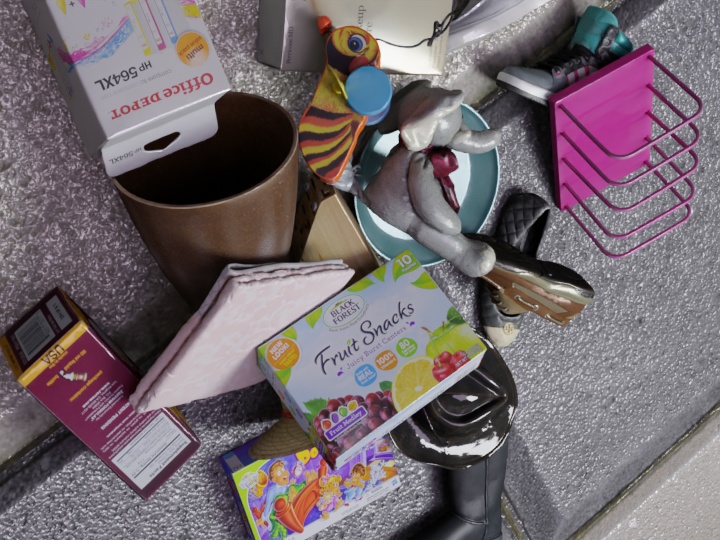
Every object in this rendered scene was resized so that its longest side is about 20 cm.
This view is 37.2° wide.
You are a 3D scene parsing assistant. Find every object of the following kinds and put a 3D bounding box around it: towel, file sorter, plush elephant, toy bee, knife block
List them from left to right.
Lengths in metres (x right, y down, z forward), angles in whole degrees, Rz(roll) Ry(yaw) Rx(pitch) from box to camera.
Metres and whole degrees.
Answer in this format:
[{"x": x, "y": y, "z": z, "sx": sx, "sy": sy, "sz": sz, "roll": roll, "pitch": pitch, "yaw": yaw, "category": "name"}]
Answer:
[{"x": -0.118, "y": 0.062, "z": 1.081, "sx": 0.192, "sy": 0.032, "sz": 0.199, "roll": -51, "pitch": 157, "yaw": 25, "category": "towel"}, {"x": -0.012, "y": -0.193, "z": 1.062, "sx": 0.108, "sy": 0.131, "sz": 0.201, "roll": 35, "pitch": 67, "yaw": 2, "category": "toy bee"}, {"x": 0.000, "y": 0.000, "z": 1.207, "sx": 0.173, "sy": 0.064, "sz": 0.202, "roll": 9, "pitch": 119, "yaw": -21, "category": "knife block"}, {"x": 0.075, "y": -0.121, "z": 1.131, "sx": 0.198, "sy": 0.165, "sz": 0.156, "roll": 27, "pitch": 106, "yaw": -21, "category": "plush elephant"}, {"x": 0.321, "y": -0.132, "z": 1.277, "sx": 0.138, "sy": 0.126, "sz": 0.201, "roll": -29, "pitch": 143, "yaw": -8, "category": "file sorter"}]

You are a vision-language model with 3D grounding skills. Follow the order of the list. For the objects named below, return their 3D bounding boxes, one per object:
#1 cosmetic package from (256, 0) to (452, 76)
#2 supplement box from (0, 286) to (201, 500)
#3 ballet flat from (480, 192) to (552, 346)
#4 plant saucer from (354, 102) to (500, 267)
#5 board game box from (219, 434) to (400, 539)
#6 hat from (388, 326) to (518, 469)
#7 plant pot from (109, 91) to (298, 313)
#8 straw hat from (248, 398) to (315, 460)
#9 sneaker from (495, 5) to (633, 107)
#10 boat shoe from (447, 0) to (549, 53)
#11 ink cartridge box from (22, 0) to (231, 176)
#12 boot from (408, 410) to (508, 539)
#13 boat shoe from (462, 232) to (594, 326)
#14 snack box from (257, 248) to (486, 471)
[{"x": -0.006, "y": -0.264, "z": 1.136, "sx": 0.197, "sy": 0.073, "sz": 0.105, "roll": -5, "pitch": 111, "yaw": -28, "category": "cosmetic package"}, {"x": -0.267, "y": 0.127, "z": 1.105, "sx": 0.086, "sy": 0.110, "sz": 0.201, "roll": -43, "pitch": 122, "yaw": -8, "category": "supplement box"}, {"x": 0.194, "y": 0.002, "z": 1.347, "sx": 0.065, "sy": 0.057, "sz": 0.203, "roll": 1, "pitch": 107, "yaw": -28, "category": "ballet flat"}, {"x": 0.073, "y": -0.105, "z": 1.256, "sx": 0.197, "sy": 0.036, "sz": 0.203, "roll": -9, "pitch": 111, "yaw": -25, "category": "plant saucer"}, {"x": -0.058, "y": 0.244, "z": 1.300, "sx": 0.198, "sy": 0.045, "sz": 0.136, "roll": -26, "pitch": 117, "yaw": -19, "category": "board game box"}, {"x": 0.124, "y": 0.150, "z": 1.311, "sx": 0.197, "sy": 0.081, "sz": 0.204, "roll": 5, "pitch": 78, "yaw": -24, "category": "hat"}, {"x": -0.142, "y": -0.044, "z": 1.089, "sx": 0.185, "sy": 0.187, "sz": 0.202, "roll": -24, "pitch": 134, "yaw": -19, "category": "plant pot"}, {"x": -0.053, "y": 0.129, "z": 1.200, "sx": 0.199, "sy": 0.201, "sz": 0.086, "roll": -23, "pitch": 96, "yaw": -20, "category": "straw hat"}, {"x": 0.254, "y": -0.255, "z": 1.273, "sx": 0.198, "sy": 0.083, "sz": 0.123, "roll": 1, "pitch": 112, "yaw": -37, "category": "sneaker"}, {"x": 0.159, "y": -0.314, "z": 1.216, "sx": 0.198, "sy": 0.072, "sz": 0.069, "roll": -31, "pitch": 98, "yaw": -8, "category": "boat shoe"}, {"x": -0.212, "y": -0.202, "z": 0.978, "sx": 0.127, "sy": 0.125, "sz": 0.203, "roll": -26, "pitch": 97, "yaw": -19, "category": "ink cartridge box"}, {"x": 0.122, "y": 0.280, "z": 1.398, "sx": 0.163, "sy": 0.065, "sz": 0.203, "roll": -13, "pitch": 116, "yaw": -33, "category": "boot"}, {"x": 0.190, "y": 0.019, "z": 1.294, "sx": 0.197, "sy": 0.076, "sz": 0.075, "roll": 21, "pitch": 112, "yaw": -19, "category": "boat shoe"}, {"x": 0.011, "y": 0.090, "z": 1.117, "sx": 0.199, "sy": 0.143, "sz": 0.053, "roll": -33, "pitch": 161, "yaw": -18, "category": "snack box"}]
